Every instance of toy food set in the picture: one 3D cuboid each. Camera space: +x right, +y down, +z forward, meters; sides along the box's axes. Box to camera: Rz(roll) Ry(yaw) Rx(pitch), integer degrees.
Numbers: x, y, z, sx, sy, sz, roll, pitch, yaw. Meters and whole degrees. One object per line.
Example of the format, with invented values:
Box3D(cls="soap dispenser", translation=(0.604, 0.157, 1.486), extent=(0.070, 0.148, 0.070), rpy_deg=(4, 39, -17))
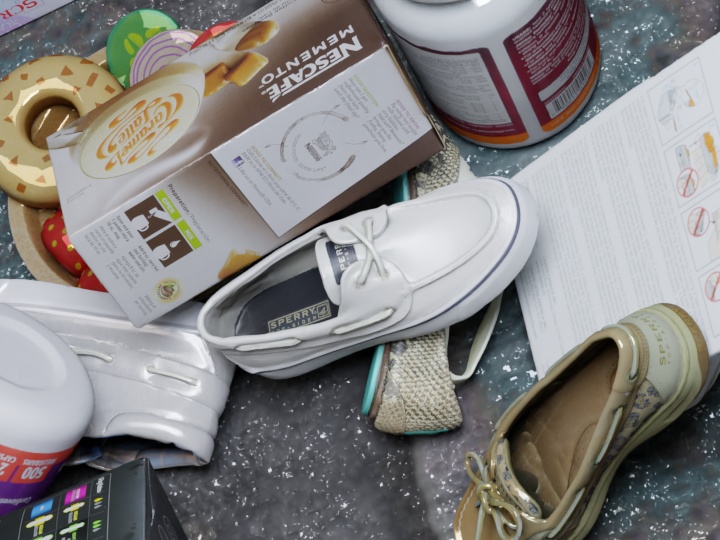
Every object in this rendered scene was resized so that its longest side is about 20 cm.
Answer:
Box3D(cls="toy food set", translation=(-0.130, -0.068, 1.258), extent=(0.197, 0.049, 0.201), rpy_deg=(-26, 63, 6))

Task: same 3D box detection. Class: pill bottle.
Box3D(cls="pill bottle", translation=(-0.239, 0.120, 1.151), extent=(0.113, 0.112, 0.200), rpy_deg=(47, 116, 28))
Box3D(cls="pill bottle", translation=(0.065, -0.156, 1.147), extent=(0.109, 0.200, 0.110), rpy_deg=(-6, 66, 15))

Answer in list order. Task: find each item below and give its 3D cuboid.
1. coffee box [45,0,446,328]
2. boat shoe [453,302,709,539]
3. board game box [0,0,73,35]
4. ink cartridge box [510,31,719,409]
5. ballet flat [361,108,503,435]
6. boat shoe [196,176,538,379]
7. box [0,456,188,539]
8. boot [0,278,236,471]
Box3D(cls="coffee box", translation=(-0.066, -0.071, 1.144), extent=(0.199, 0.080, 0.115), rpy_deg=(-30, 36, 5))
Box3D(cls="boat shoe", translation=(0.098, 0.090, 1.062), extent=(0.073, 0.062, 0.200), rpy_deg=(55, 129, 30))
Box3D(cls="board game box", translation=(-0.260, -0.249, 1.379), extent=(0.199, 0.041, 0.201), rpy_deg=(-23, 64, 7))
Box3D(cls="ink cartridge box", translation=(0.164, -0.015, 1.086), extent=(0.200, 0.047, 0.161), rpy_deg=(-36, 56, 41))
Box3D(cls="ballet flat", translation=(0.045, -0.003, 1.175), extent=(0.075, 0.068, 0.201), rpy_deg=(6, 75, -3))
Box3D(cls="boat shoe", translation=(0.000, 0.000, 1.114), extent=(0.199, 0.066, 0.072), rpy_deg=(-21, 66, 27))
Box3D(cls="box", translation=(-0.171, 0.216, 1.068), extent=(0.199, 0.149, 0.124), rpy_deg=(-22, 18, 1))
Box3D(cls="boot", translation=(-0.172, 0.065, 1.201), extent=(0.199, 0.074, 0.096), rpy_deg=(3, 63, 18))
